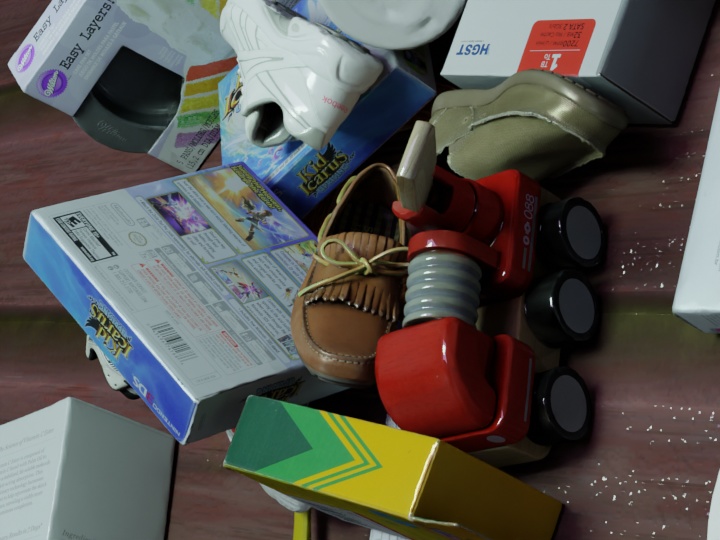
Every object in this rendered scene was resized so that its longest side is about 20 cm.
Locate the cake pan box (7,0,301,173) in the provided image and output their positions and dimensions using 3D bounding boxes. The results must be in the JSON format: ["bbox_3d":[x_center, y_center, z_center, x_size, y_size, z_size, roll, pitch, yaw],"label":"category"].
[{"bbox_3d":[-0.161,-0.191,1.457,0.200,0.184,0.052,-51,39,14],"label":"cake pan box"}]

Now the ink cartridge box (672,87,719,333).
[{"bbox_3d":[0.277,-0.063,0.976,0.199,0.043,0.197,-1,67,46],"label":"ink cartridge box"}]

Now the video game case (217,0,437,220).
[{"bbox_3d":[-0.032,-0.140,1.368,0.200,0.045,0.182,-41,34,29],"label":"video game case"}]

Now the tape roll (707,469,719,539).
[{"bbox_3d":[0.267,0.126,0.851,0.202,0.071,0.203,-28,49,37],"label":"tape roll"}]

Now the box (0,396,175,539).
[{"bbox_3d":[-0.237,0.219,1.365,0.152,0.106,0.201,-21,54,42],"label":"box"}]

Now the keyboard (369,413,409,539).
[{"bbox_3d":[0.027,0.159,1.167,0.056,0.011,0.201,-16,57,44],"label":"keyboard"}]

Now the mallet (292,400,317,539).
[{"bbox_3d":[-0.047,0.153,1.241,0.066,0.041,0.201,-34,42,29],"label":"mallet"}]

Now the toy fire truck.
[{"bbox_3d":[0.057,0.006,1.065,0.128,0.200,0.177,-16,56,44],"label":"toy fire truck"}]

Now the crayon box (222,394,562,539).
[{"bbox_3d":[0.029,0.132,1.074,0.199,0.127,0.051,9,74,45],"label":"crayon box"}]

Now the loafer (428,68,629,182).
[{"bbox_3d":[0.102,-0.081,1.152,0.200,0.076,0.068,-3,64,67],"label":"loafer"}]

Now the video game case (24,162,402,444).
[{"bbox_3d":[-0.099,0.016,1.211,0.200,0.181,0.046,45,134,30],"label":"video game case"}]

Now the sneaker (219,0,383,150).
[{"bbox_3d":[-0.065,-0.143,1.304,0.100,0.078,0.200,-61,30,5],"label":"sneaker"}]

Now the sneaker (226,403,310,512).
[{"bbox_3d":[-0.064,0.080,1.236,0.082,0.077,0.200,-28,47,-10],"label":"sneaker"}]

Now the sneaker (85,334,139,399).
[{"bbox_3d":[-0.157,0.067,1.406,0.200,0.075,0.088,32,110,55],"label":"sneaker"}]

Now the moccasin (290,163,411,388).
[{"bbox_3d":[0.002,0.000,1.160,0.202,0.073,0.078,-69,-5,-54],"label":"moccasin"}]

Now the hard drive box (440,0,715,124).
[{"bbox_3d":[0.159,-0.202,1.172,0.156,0.077,0.201,7,75,52],"label":"hard drive box"}]

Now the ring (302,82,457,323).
[{"bbox_3d":[0.016,-0.047,1.296,0.200,0.019,0.201,-29,48,38],"label":"ring"}]

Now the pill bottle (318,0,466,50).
[{"bbox_3d":[0.037,-0.251,1.282,0.111,0.111,0.200,-36,21,31],"label":"pill bottle"}]
